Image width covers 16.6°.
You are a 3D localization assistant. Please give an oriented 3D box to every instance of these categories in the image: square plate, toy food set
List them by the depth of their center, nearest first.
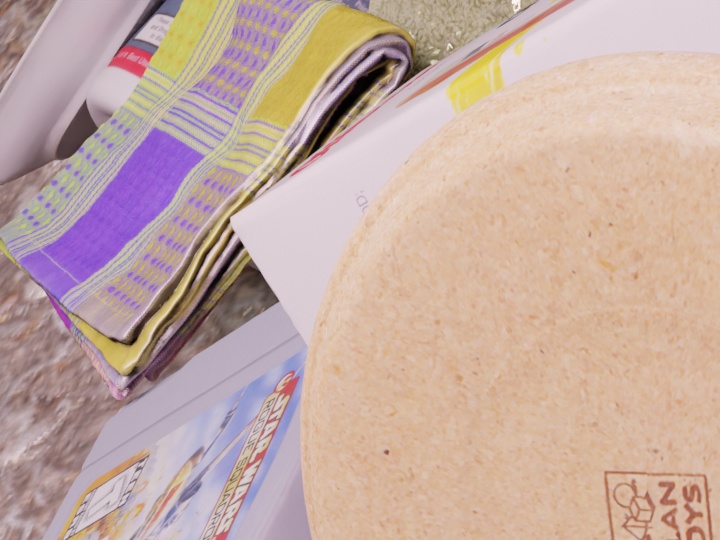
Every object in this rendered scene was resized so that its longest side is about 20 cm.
[{"bbox_3d":[0.076,0.050,0.536,0.198,0.200,0.049,-20,-1,33],"label":"toy food set"},{"bbox_3d":[-0.077,-0.122,1.046,0.198,0.028,0.200,-54,-6,23],"label":"square plate"}]

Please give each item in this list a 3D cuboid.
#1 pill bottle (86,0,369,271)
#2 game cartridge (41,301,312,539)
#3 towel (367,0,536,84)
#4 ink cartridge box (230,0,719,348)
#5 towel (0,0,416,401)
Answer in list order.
[{"bbox_3d":[-0.003,-0.104,0.991,0.200,0.120,0.120,-50,35,-10],"label":"pill bottle"},{"bbox_3d":[-0.046,0.078,0.661,0.133,0.042,0.200,-38,18,37],"label":"game cartridge"},{"bbox_3d":[0.078,-0.116,0.753,0.200,0.036,0.149,4,91,43],"label":"towel"},{"bbox_3d":[0.086,-0.043,0.620,0.200,0.083,0.145,-30,6,31],"label":"ink cartridge box"},{"bbox_3d":[-0.059,-0.039,0.830,0.144,0.023,0.200,-51,23,-1],"label":"towel"}]
